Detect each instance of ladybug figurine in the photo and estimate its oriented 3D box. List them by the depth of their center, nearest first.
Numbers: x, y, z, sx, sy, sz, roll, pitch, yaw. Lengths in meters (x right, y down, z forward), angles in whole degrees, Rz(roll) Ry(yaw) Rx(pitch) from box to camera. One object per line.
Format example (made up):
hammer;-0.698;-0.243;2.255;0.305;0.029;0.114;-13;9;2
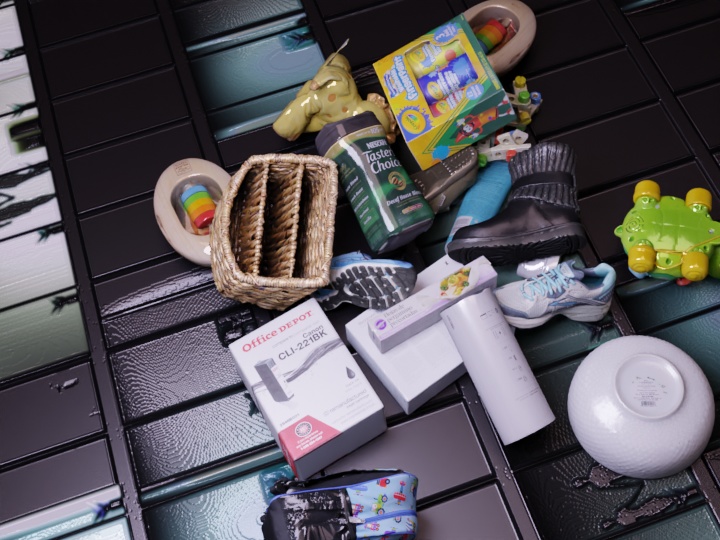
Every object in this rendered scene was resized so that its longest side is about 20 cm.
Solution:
ladybug figurine;-0.241;-0.084;1.659;0.134;0.072;0.202;-22;60;-10
ladybug figurine;0.209;-0.371;1.810;0.199;0.072;0.135;-40;64;-19

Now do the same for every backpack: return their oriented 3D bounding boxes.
backpack;-0.016;0.326;1.353;0.196;0.183;0.137;-9;66;-15

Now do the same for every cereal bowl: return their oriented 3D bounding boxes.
cereal bowl;0.382;0.172;1.466;0.196;0.084;0.203;-1;58;2

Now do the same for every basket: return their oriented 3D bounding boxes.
basket;-0.126;-0.065;1.539;0.141;0.148;0.204;16;66;-25

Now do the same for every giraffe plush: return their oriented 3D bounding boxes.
giraffe plush;-0.019;-0.246;1.718;0.162;0.199;0.173;42;51;-10

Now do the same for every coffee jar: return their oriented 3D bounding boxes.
coffee jar;0.019;-0.133;1.579;0.103;0.085;0.202;-23;76;-34

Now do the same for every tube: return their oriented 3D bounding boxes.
tube;0.186;-0.101;1.667;0.076;0.051;0.202;16;57;17

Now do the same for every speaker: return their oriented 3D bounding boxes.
speaker;0.185;0.129;1.466;0.080;0.081;0.203;-25;83;-12

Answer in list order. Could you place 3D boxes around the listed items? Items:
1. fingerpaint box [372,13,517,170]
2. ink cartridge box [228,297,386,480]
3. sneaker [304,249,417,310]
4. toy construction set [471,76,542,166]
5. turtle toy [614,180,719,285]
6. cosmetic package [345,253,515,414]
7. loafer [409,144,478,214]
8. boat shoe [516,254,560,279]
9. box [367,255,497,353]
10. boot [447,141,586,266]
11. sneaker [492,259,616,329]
fingerpaint box;0.126;-0.278;1.674;0.165;0.074;0.202;-27;48;10
ink cartridge box;-0.074;0.161;1.502;0.143;0.084;0.201;-28;61;-12
sneaker;0.000;0.000;1.567;0.197;0.079;0.090;-2;38;38
toy construction set;0.220;-0.224;1.706;0.128;0.093;0.202;8;40;5
turtle toy;0.466;-0.038;1.575;0.196;0.102;0.148;10;61;9
cosmetic package;0.100;0.087;1.554;0.198;0.052;0.151;-33;64;-16
loafer;0.102;-0.113;1.662;0.198;0.068;0.077;-31;44;7
boat shoe;0.278;-0.072;1.634;0.067;0.072;0.203;12;70;10
box;0.102;0.047;1.526;0.198;0.042;0.039;-29;60;-13
boot;0.221;-0.096;1.579;0.207;0.080;0.161;-7;66;2
sneaker;0.271;0.022;1.534;0.196;0.087;0.078;-6;47;-21
